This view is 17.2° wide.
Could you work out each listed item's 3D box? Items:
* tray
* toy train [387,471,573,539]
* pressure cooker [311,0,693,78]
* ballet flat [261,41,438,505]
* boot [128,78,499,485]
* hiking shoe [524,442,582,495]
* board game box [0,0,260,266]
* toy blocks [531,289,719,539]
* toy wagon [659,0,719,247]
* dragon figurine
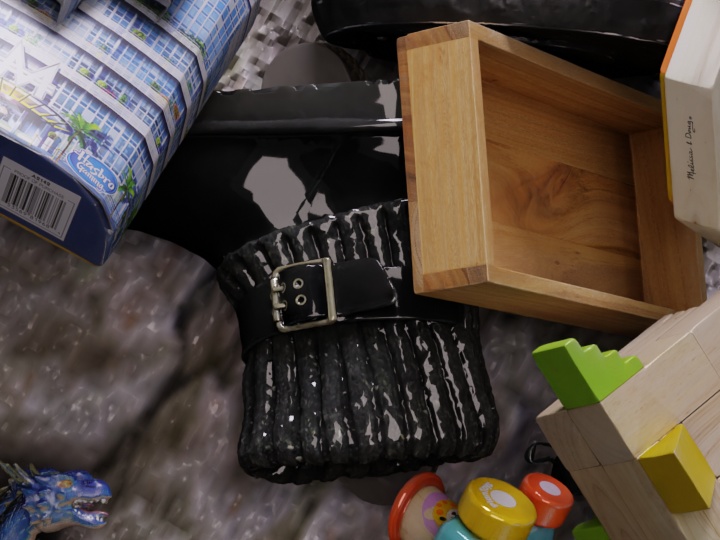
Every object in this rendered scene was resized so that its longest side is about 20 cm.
[{"bbox_3d":[0.082,-0.030,0.966,0.037,0.200,0.099,-10,78,30],"label":"tray"},{"bbox_3d":[0.006,0.157,0.951,0.056,0.150,0.200,36,66,25],"label":"toy train"},{"bbox_3d":[0.069,-0.186,0.982,0.178,0.175,0.201,7,86,-51],"label":"pressure cooker"},{"bbox_3d":[0.000,0.000,1.016,0.067,0.046,0.201,-16,82,18],"label":"ballet flat"},{"bbox_3d":[-0.049,0.008,0.966,0.210,0.079,0.158,-3,86,20],"label":"boot"},{"bbox_3d":[0.163,0.130,1.005,0.087,0.074,0.200,-38,77,-5],"label":"hiking shoe"},{"bbox_3d":[-0.138,-0.130,0.911,0.200,0.062,0.200,28,50,-2],"label":"board game box"},{"bbox_3d":[0.166,0.080,0.927,0.137,0.100,0.200,-35,96,-27],"label":"toy blocks"},{"bbox_3d":[0.191,-0.089,0.982,0.039,0.156,0.200,17,39,36],"label":"toy wagon"},{"bbox_3d":[-0.189,0.136,0.949,0.199,0.059,0.100,-14,80,-1],"label":"dragon figurine"}]
